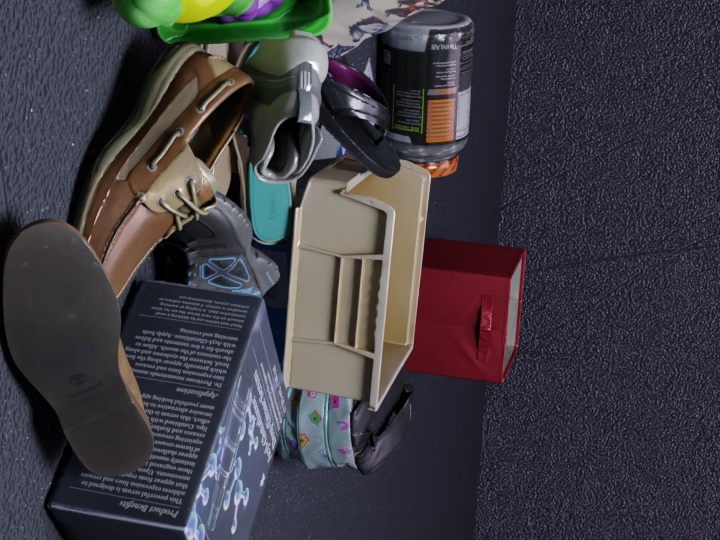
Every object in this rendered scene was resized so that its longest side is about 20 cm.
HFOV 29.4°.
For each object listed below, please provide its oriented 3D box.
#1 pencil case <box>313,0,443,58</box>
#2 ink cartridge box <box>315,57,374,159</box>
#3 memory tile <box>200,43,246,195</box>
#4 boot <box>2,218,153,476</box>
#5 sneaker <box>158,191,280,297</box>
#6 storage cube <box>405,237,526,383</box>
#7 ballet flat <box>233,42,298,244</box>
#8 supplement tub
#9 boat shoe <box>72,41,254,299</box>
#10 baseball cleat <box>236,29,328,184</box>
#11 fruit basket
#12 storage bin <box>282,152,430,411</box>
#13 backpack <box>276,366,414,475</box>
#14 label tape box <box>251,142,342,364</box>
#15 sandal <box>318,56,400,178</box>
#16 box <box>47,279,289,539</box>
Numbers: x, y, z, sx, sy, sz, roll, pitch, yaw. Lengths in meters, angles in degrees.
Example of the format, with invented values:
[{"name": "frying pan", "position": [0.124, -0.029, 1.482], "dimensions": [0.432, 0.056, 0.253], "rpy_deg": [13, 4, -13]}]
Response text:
[{"name": "pencil case", "position": [0.009, -0.253, 1.286], "dimensions": [0.089, 0.198, 0.079], "rpy_deg": [32, 35, -59]}, {"name": "ink cartridge box", "position": [-0.021, -0.136, 1.566], "dimensions": [0.100, 0.039, 0.202], "rpy_deg": [76, 26, -58]}, {"name": "memory tile", "position": [-0.119, -0.143, 1.177], "dimensions": [0.201, 0.017, 0.155], "rpy_deg": [-64, 157, -57]}, {"name": "boot", "position": [-0.188, 0.040, 0.900], "dimensions": [0.076, 0.073, 0.202], "rpy_deg": [-113, -170, -51]}, {"name": "sneaker", "position": [-0.126, -0.012, 1.088], "dimensions": [0.082, 0.073, 0.200], "rpy_deg": [-54, 148, -13]}, {"name": "storage cube", "position": [0.152, 0.058, 2.121], "dimensions": [0.200, 0.177, 0.173], "rpy_deg": [-49, 144, -70]}, {"name": "ballet flat", "position": [-0.086, -0.121, 1.201], "dimensions": [0.062, 0.067, 0.202], "rpy_deg": [-118, -150, -60]}, {"name": "supplement tub", "position": [0.084, -0.231, 1.794], "dimensions": [0.123, 0.121, 0.202], "rpy_deg": [-56, 151, -64]}, {"name": "boat shoe", "position": [-0.136, -0.068, 0.962], "dimensions": [0.076, 0.073, 0.202], "rpy_deg": [64, 47, -67]}, {"name": "baseball cleat", "position": [-0.078, -0.113, 1.054], "dimensions": [0.200, 0.069, 0.108], "rpy_deg": [149, -54, -71]}, {"name": "fruit basket", "position": [-0.100, -0.241, 0.961], "dimensions": [0.216, 0.153, 0.219], "rpy_deg": [176, -90, -89]}, {"name": "storage bin", "position": [0.000, 0.000, 1.305], "dimensions": [0.200, 0.092, 0.201], "rpy_deg": [-47, 144, -72]}, {"name": "backpack", "position": [-0.018, 0.136, 1.530], "dimensions": [0.201, 0.125, 0.168], "rpy_deg": [-66, 147, -50]}, {"name": "label tape box", "position": [-0.065, -0.024, 1.375], "dimensions": [0.201, 0.065, 0.145], "rpy_deg": [-71, 163, -53]}, {"name": "sandal", "position": [-0.019, -0.162, 1.228], "dimensions": [0.201, 0.048, 0.076], "rpy_deg": [48, 24, -25]}, {"name": "box", "position": [-0.136, 0.135, 1.041], "dimensions": [0.149, 0.106, 0.202], "rpy_deg": [81, 21, -52]}]
